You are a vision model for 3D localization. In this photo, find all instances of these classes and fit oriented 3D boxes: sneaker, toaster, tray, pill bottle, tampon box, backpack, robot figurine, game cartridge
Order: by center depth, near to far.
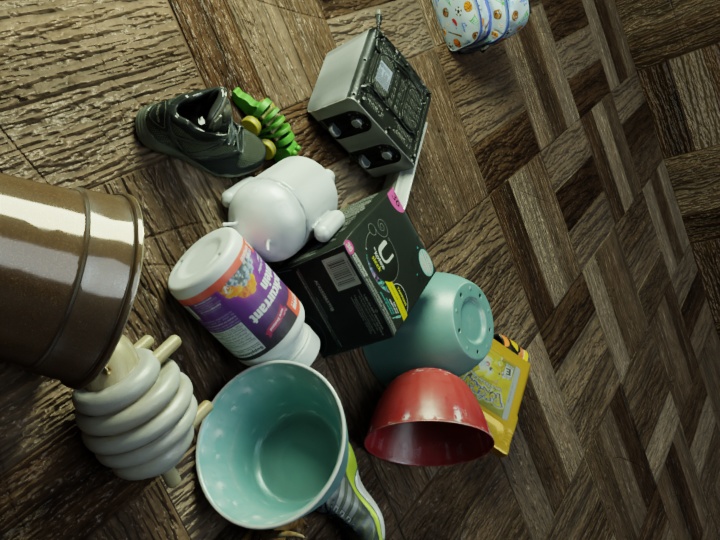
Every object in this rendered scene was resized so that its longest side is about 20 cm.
[{"bbox_3d":[-0.142,0.051,0.950,0.200,0.111,0.112,50,46,-29],"label":"pill bottle"},{"bbox_3d":[-0.180,-0.178,0.966,0.199,0.113,0.077,16,69,-49],"label":"sneaker"},{"bbox_3d":[-0.104,-0.084,1.008,0.200,0.168,0.114,-46,148,-53],"label":"robot figurine"},{"bbox_3d":[-0.032,0.331,1.050,0.081,0.074,0.201,-28,95,-43],"label":"sneaker"},{"bbox_3d":[0.000,0.000,1.062,0.151,0.125,0.200,60,33,-15],"label":"tampon box"},{"bbox_3d":[0.022,-0.285,1.235,0.181,0.118,0.201,41,52,-37],"label":"toaster"},{"bbox_3d":[0.064,-0.160,1.275,0.022,0.107,0.201,25,58,-15],"label":"tray"},{"bbox_3d":[0.222,0.213,1.360,0.176,0.032,0.201,33,52,-11],"label":"game cartridge"},{"bbox_3d":[0.261,0.214,1.445,0.090,0.070,0.201,39,52,-12],"label":"sneaker"},{"bbox_3d":[0.253,-0.555,1.537,0.154,0.190,0.201,-37,109,-31],"label":"backpack"}]

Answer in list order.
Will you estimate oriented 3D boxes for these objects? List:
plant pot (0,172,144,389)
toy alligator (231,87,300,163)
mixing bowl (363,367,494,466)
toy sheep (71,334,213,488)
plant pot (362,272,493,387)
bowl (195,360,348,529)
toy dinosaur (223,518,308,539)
[{"bbox_3d":[-0.336,-0.007,0.681,0.197,0.199,0.202,19,65,-37],"label":"plant pot"},{"bbox_3d":[-0.116,-0.188,1.091,0.201,0.054,0.059,56,44,-24],"label":"toy alligator"},{"bbox_3d":[0.105,0.222,1.151,0.200,0.199,0.109,35,44,-40],"label":"mixing bowl"},{"bbox_3d":[-0.236,0.154,0.797,0.138,0.137,0.201,-47,122,-46],"label":"toy sheep"},{"bbox_3d":[0.123,0.094,1.222,0.200,0.160,0.203,18,67,-48],"label":"plant pot"},{"bbox_3d":[-0.093,0.224,0.922,0.105,0.199,0.203,50,43,-57],"label":"bowl"},{"bbox_3d":[-0.113,0.325,0.909,0.061,0.106,0.200,52,-4,12],"label":"toy dinosaur"}]
